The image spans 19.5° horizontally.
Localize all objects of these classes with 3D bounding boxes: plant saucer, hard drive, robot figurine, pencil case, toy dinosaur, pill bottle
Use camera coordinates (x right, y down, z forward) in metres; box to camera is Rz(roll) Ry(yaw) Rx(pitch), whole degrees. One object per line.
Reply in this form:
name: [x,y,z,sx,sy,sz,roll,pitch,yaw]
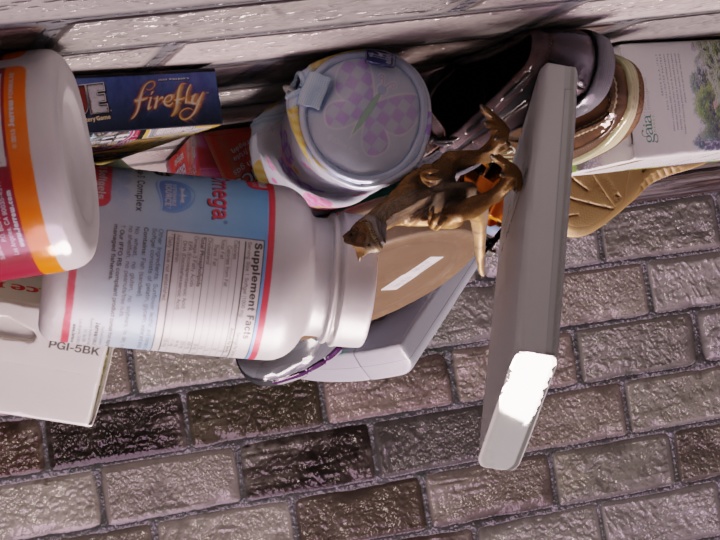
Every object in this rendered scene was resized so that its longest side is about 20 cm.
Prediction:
plant saucer: [0.000,0.000,1.455,0.199,0.030,0.200,-21,163,-7]
hard drive: [0.099,-0.002,1.229,0.026,0.201,0.132,9,146,-2]
robot figurine: [0.115,-0.081,1.581,0.058,0.146,0.200,30,179,-4]
pencil case: [-0.017,-0.083,1.314,0.090,0.084,0.200,9,174,-9]
toy dinosaur: [0.053,-0.044,1.257,0.106,0.061,0.200,-37,164,27]
pill bottle: [-0.094,-0.003,1.281,0.198,0.110,0.109,5,176,-9]
pill bottle: [-0.239,-0.043,1.055,0.198,0.114,0.113,-8,178,2]

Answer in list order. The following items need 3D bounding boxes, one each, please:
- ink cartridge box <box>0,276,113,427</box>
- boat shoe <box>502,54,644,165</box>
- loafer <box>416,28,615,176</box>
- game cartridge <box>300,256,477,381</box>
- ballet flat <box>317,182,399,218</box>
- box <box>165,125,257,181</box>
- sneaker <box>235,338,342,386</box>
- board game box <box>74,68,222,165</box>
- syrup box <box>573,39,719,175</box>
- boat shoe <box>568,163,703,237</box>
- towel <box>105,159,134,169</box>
ink cartridge box: [-0.244,0.014,1.406,0.146,0.083,0.200,10,-157,-13]
boat shoe: [0.101,-0.104,1.408,0.074,0.075,0.202,0,173,-37]
loafer: [0.072,-0.112,1.321,0.063,0.072,0.199,15,157,-35]
game cartridge: [-0.013,0.030,1.678,0.199,0.134,0.042,4,142,42]
ballet flat: [-0.023,-0.023,1.499,0.199,0.068,0.073,-22,140,1]
box: [-0.090,-0.051,1.625,0.094,0.103,0.200,-8,179,-12]
sneaker: [-0.018,0.007,1.582,0.200,0.075,0.088,-37,158,-3]
board game box: [-0.190,-0.083,1.251,0.135,0.035,0.200,-8,178,-34]
syrup box: [0.232,-0.117,1.478,0.199,0.079,0.081,-7,178,-35]
boat shoe: [0.216,-0.103,1.616,0.199,0.071,0.069,-32,-160,-4]
towel: [-0.157,-0.045,1.442,0.199,0.024,0.152,23,-161,34]
